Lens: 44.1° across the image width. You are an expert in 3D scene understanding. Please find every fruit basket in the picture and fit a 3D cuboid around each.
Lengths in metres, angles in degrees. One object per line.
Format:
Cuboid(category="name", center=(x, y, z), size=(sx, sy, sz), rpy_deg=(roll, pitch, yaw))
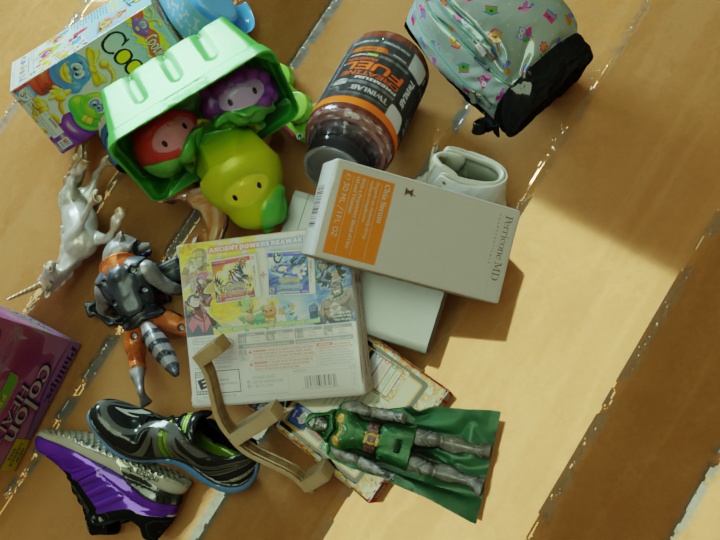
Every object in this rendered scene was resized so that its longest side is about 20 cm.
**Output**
Cuboid(category="fruit basket", center=(-0.156, -0.140, 0.968), size=(0.215, 0.156, 0.216), rpy_deg=(-4, 68, 10))

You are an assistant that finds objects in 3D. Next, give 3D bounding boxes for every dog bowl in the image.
Cuboid(category="dog bowl", center=(-0.215, -0.362, 1.137), size=(0.050, 0.111, 0.200), rpy_deg=(-43, 69, 33))

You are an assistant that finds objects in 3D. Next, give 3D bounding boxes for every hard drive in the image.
Cuboid(category="hard drive", center=(0.000, 0.000, 0.990), size=(0.200, 0.027, 0.132), rpy_deg=(17, 87, 13))

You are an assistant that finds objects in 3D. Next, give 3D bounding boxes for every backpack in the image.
Cuboid(category="backpack", center=(0.151, -0.268, 0.999), size=(0.200, 0.127, 0.167), rpy_deg=(46, 59, 7))

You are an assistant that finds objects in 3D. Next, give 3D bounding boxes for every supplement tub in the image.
Cuboid(category="supplement tub", center=(0.003, -0.175, 1.007), size=(0.107, 0.107, 0.200), rpy_deg=(12, 51, 14))

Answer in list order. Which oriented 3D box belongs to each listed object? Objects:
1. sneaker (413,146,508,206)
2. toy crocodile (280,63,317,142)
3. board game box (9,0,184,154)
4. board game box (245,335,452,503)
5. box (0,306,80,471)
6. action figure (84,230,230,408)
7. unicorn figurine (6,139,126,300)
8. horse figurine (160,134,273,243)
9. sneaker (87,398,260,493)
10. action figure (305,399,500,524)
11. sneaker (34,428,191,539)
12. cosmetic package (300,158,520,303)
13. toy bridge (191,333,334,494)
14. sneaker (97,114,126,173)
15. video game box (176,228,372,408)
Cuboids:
Cuboid(category="sneaker", center=(0.068, -0.096, 1.000), size=(0.200, 0.116, 0.074), rpy_deg=(7, 52, 9))
Cuboid(category="toy crocodile", center=(-0.094, -0.207, 1.094), size=(0.200, 0.067, 0.062), rpy_deg=(46, 107, 20))
Cuboid(category="board game box", center=(-0.321, -0.255, 1.113), size=(0.200, 0.103, 0.105), rpy_deg=(-31, 37, 3))
Cuboid(category="board game box", center=(-0.021, 0.140, 1.002), size=(0.200, 0.046, 0.152), rpy_deg=(36, 85, 17))
Cuboid(category="box", center=(-0.443, 0.127, 1.010), size=(0.097, 0.200, 0.176), rpy_deg=(24, 81, 15))
Cuboid(category="action figure", center=(-0.233, 0.033, 1.046), size=(0.200, 0.105, 0.194), rpy_deg=(-33, 81, 3))
Cuboid(category="unicorn figurine", center=(-0.348, -0.057, 1.091), size=(0.137, 0.074, 0.200), rpy_deg=(-43, 32, 30))
Cuboid(category="horse figurine", center=(-0.164, -0.120, 1.070), size=(0.132, 0.050, 0.200), rpy_deg=(26, 74, 42))
Cuboid(category="sneaker", center=(-0.204, 0.181, 0.993), size=(0.199, 0.071, 0.083), rpy_deg=(19, 122, 1))
Cuboid(category="action figure", center=(0.036, 0.183, 0.932), size=(0.200, 0.055, 0.118), rpy_deg=(12, 83, 14))
Cuboid(category="sneaker", center=(-0.301, 0.251, 1.020), size=(0.200, 0.070, 0.100), rpy_deg=(19, 86, 17))
Cuboid(category="cosmetic package", center=(0.050, -0.038, 0.907), size=(0.200, 0.071, 0.102), rpy_deg=(14, 89, -14))
Cuboid(category="toy bridge", center=(-0.111, 0.163, 0.946), size=(0.067, 0.027, 0.200), rpy_deg=(-34, 99, 22))
Cuboid(category="sneaker", center=(-0.218, -0.174, 1.079), size=(0.200, 0.079, 0.089), rpy_deg=(-24, 69, 12))
Cuboid(category="video game box", center=(-0.095, 0.051, 0.971), size=(0.200, 0.047, 0.182), rpy_deg=(-6, 90, 14))
